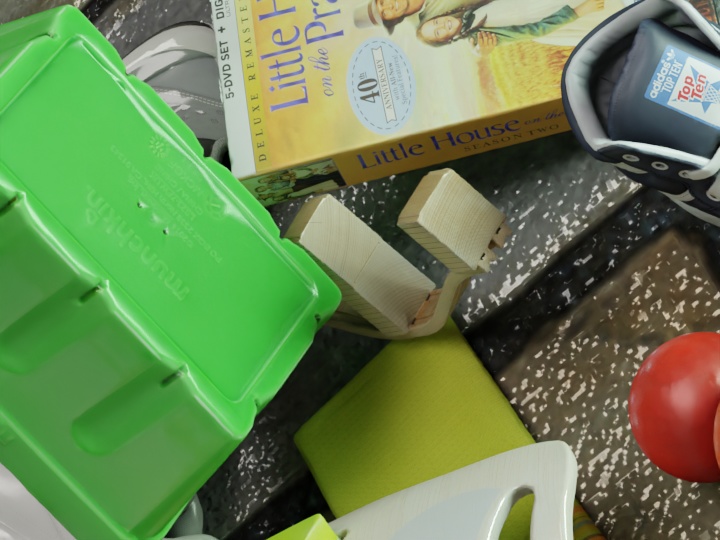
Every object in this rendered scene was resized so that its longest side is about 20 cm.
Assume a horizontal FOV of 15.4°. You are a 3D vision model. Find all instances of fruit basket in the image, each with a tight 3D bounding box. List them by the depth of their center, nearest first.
[{"bbox_3d":[-0.132,0.009,1.066,0.216,0.216,0.156,-10,31,38],"label":"fruit basket"}]

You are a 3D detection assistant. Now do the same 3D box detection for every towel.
[{"bbox_3d":[0.044,0.103,1.022,0.086,0.018,0.200,-43,46,9],"label":"towel"}]

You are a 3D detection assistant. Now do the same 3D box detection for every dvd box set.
[{"bbox_3d":[0.038,-0.115,1.072,0.200,0.029,0.146,-13,60,10],"label":"dvd box set"}]

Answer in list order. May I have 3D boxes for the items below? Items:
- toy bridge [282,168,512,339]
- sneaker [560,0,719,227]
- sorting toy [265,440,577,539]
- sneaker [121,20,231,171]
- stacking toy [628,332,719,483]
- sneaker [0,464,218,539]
[{"bbox_3d":[0.000,0.000,1.061,0.200,0.067,0.027,-11,44,59],"label":"toy bridge"},{"bbox_3d":[0.158,-0.043,0.928,0.200,0.108,0.070,16,80,45],"label":"sneaker"},{"bbox_3d":[0.019,0.150,0.947,0.180,0.107,0.200,-32,55,23],"label":"sorting toy"},{"bbox_3d":[-0.117,-0.014,1.184,0.200,0.075,0.116,-40,50,18],"label":"sneaker"},{"bbox_3d":[0.169,0.063,0.895,0.200,0.085,0.085,12,77,51],"label":"stacking toy"},{"bbox_3d":[-0.115,0.099,1.133,0.099,0.078,0.200,-50,54,0],"label":"sneaker"}]
